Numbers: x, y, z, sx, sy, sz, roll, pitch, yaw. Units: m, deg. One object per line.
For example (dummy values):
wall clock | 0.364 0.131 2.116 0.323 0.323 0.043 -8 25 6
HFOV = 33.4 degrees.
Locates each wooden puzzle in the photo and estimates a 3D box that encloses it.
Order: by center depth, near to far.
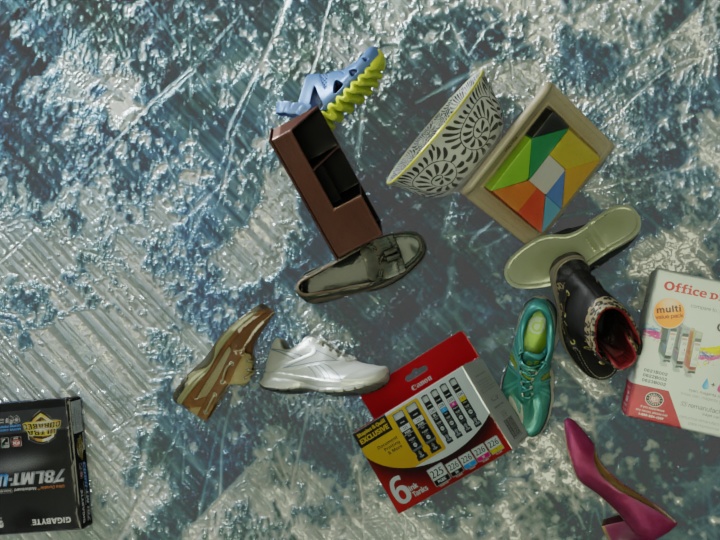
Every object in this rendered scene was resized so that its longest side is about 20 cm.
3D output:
wooden puzzle | 0.247 -0.134 1.616 0.185 0.200 0.037 -52 46 5

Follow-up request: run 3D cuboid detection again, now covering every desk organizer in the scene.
desk organizer | -0.048 -0.124 1.691 0.077 0.072 0.200 -27 108 7

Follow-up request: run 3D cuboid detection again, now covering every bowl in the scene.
bowl | 0.135 -0.167 1.638 0.094 0.201 0.201 39 96 -7

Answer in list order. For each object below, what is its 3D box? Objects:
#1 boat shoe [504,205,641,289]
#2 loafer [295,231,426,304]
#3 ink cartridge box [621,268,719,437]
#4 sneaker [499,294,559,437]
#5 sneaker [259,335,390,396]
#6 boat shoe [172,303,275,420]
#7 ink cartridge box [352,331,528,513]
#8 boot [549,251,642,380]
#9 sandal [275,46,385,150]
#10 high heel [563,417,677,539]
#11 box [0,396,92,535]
boat shoe | 0.295 -0.024 1.664 0.199 0.066 0.075 -31 69 3
loafer | 0.000 0.000 1.720 0.199 0.063 0.072 -23 85 10
ink cartridge box | 0.440 0.106 1.593 0.145 0.145 0.201 12 90 11
sneaker | 0.233 0.134 1.665 0.077 0.080 0.201 6 92 11
sneaker | -0.053 0.136 1.714 0.199 0.074 0.087 2 81 21
boat shoe | -0.188 0.136 1.754 0.074 0.076 0.200 42 104 4
ink cartridge box | 0.098 0.209 1.664 0.200 0.084 0.176 -35 82 23
boot | 0.318 0.087 1.583 0.073 0.151 0.201 -20 117 -4
sandal | -0.049 -0.255 1.731 0.200 0.079 0.087 -43 78 6
high heel | 0.351 0.282 1.641 0.096 0.067 0.201 -24 89 19
box | -0.515 0.298 1.821 0.199 0.050 0.199 -5 87 11
